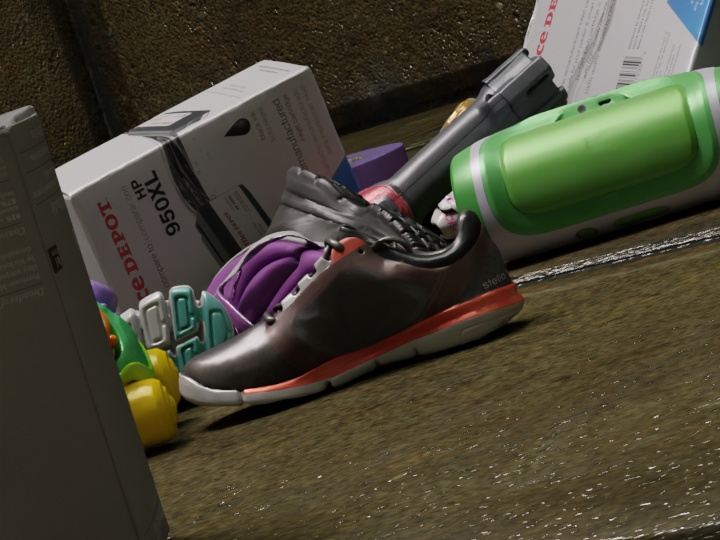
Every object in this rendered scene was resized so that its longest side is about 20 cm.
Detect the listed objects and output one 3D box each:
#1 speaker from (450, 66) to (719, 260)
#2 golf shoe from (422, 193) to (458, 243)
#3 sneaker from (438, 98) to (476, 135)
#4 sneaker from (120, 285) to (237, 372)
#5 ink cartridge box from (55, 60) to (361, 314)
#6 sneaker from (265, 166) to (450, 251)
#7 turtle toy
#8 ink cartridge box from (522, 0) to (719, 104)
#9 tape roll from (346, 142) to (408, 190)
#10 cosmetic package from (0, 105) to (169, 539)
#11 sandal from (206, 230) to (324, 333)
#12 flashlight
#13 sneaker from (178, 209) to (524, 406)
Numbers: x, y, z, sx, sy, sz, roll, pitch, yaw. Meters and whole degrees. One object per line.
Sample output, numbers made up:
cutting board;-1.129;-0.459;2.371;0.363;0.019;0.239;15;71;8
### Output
speaker;0.163;-0.069;1.793;0.199;0.089;0.088;-17;6;15
golf shoe;0.097;-0.047;1.927;0.199;0.073;0.092;-22;15;46
sneaker;0.126;-0.068;2.070;0.076;0.087;0.200;-60;-24;10
sneaker;-0.162;0.068;1.695;0.199;0.078;0.091;-14;-9;12
ink cartridge box;-0.106;-0.037;1.901;0.199;0.145;0.084;-29;18;-20
sneaker;0.000;0.000;1.767;0.076;0.091;0.200;29;-2;-32
turtle toy;-0.182;0.055;1.563;0.145;0.102;0.200;-18;12;2
ink cartridge box;0.206;-0.154;1.932;0.083;0.146;0.200;19;-4;-32
tape roll;-0.048;-0.027;2.092;0.199;0.086;0.200;-18;5;2
cosmetic package;-0.150;0.041;1.166;0.090;0.201;0.107;-20;8;2
sandal;-0.055;0.009;1.732;0.050;0.083;0.202;24;-18;-30
flashlight;0.055;-0.065;1.876;0.200;0.068;0.068;-42;34;-6
sneaker;-0.012;0.018;1.533;0.199;0.082;0.077;-18;5;2
